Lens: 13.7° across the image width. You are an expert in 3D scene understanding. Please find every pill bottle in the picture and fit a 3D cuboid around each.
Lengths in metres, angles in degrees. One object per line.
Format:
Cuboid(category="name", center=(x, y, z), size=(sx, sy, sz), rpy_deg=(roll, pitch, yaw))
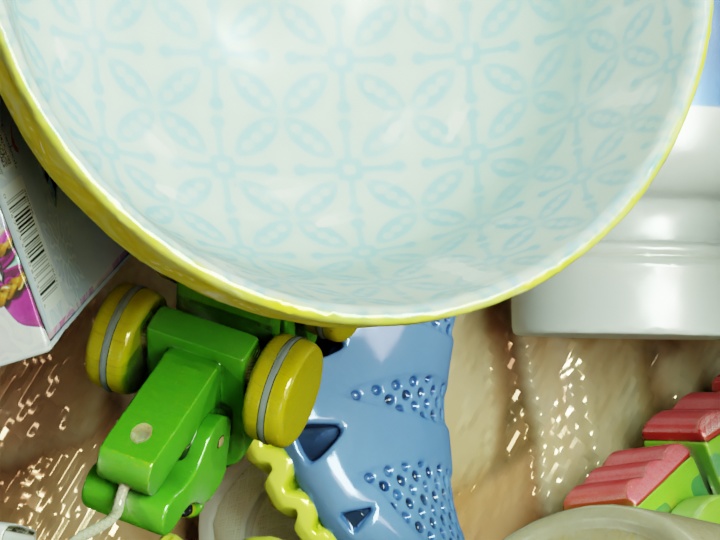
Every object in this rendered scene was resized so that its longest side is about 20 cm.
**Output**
Cuboid(category="pill bottle", center=(0.093, -0.078, 0.988), size=(0.112, 0.112, 0.200), rpy_deg=(2, 88, -31))

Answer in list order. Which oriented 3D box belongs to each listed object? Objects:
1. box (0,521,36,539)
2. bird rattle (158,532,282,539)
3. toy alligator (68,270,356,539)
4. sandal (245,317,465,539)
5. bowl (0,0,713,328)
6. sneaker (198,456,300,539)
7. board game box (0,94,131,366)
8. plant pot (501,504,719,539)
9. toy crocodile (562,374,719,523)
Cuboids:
Cuboid(category="box", center=(-0.179, 0.159, 0.807), size=(0.156, 0.041, 0.200), rpy_deg=(6, 84, 8))
Cuboid(category="bird rattle", center=(-0.034, 0.172, 0.867), size=(0.163, 0.200, 0.113), rpy_deg=(-10, 50, -40))
Cuboid(category="toy alligator", center=(-0.045, 0.038, 0.823), size=(0.054, 0.059, 0.200), rpy_deg=(88, 25, -51))
Cuboid(category="sandal", center=(0.000, 0.000, 0.908), size=(0.079, 0.087, 0.200), rpy_deg=(13, 60, -69))
Cuboid(category="bowl", center=(-0.018, -0.076, 0.795), size=(0.200, 0.108, 0.201), rpy_deg=(4, 78, -20))
Cuboid(category="sneaker", center=(0.024, 0.135, 0.958), size=(0.075, 0.081, 0.200), rpy_deg=(-42, 108, -24))
Cuboid(category="board game box", center=(-0.115, -0.087, 0.825), size=(0.041, 0.200, 0.200), rpy_deg=(-17, 99, 10))
Cuboid(category="plant pot", center=(0.103, 0.149, 0.816), size=(0.200, 0.187, 0.188), rpy_deg=(44, 66, -45))
Cuboid(category="toy crocodile", center=(0.118, 0.069, 1.019), size=(0.200, 0.067, 0.062), rpy_deg=(-33, 105, -35))
